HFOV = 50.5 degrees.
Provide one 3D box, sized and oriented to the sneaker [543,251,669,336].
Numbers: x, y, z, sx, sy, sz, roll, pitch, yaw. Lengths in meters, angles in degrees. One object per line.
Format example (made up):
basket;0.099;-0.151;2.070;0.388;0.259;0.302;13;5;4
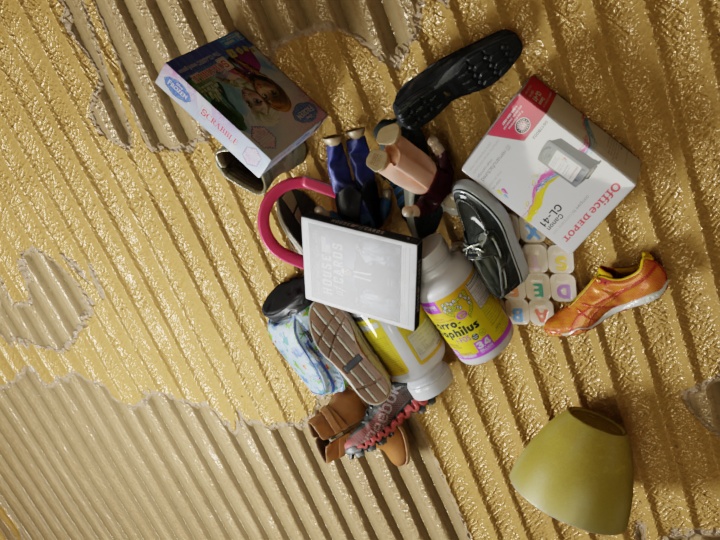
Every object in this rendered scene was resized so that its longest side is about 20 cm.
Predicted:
sneaker;0.357;0.036;1.140;0.199;0.073;0.078;-34;94;27

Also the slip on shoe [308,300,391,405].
slip on shoe;-0.017;0.131;1.269;0.076;0.061;0.201;-39;90;5

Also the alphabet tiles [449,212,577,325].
alphabet tiles;0.239;0.001;1.204;0.197;0.015;0.198;1;119;25

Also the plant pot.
plant pot;0.359;0.307;1.236;0.198;0.200;0.144;20;100;14

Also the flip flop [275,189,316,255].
flip flop;-0.088;-0.046;1.306;0.057;0.081;0.201;-10;119;46

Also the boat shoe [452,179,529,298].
boat shoe;0.186;-0.040;1.120;0.072;0.071;0.201;9;140;55

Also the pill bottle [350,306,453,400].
pill bottle;0.074;0.116;1.291;0.111;0.112;0.201;-22;107;34

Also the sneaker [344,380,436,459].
sneaker;0.040;0.249;1.363;0.098;0.200;0.071;51;170;6

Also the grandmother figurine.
grandmother figurine;0.096;-0.131;1.111;0.060;0.199;0.122;39;102;50

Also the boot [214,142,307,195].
boot;-0.188;-0.218;1.193;0.200;0.155;0.072;46;127;-6

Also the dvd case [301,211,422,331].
dvd case;0.000;0.000;1.170;0.198;0.025;0.152;15;124;24

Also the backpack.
backpack;-0.079;0.123;1.357;0.200;0.155;0.162;42;156;-21

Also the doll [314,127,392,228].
doll;-0.010;-0.115;1.196;0.048;0.135;0.203;21;128;64

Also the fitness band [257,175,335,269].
fitness band;-0.070;-0.071;1.239;0.198;0.037;0.145;20;99;-14

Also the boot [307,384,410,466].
boot;-0.001;0.312;1.408;0.076;0.155;0.202;3;122;55

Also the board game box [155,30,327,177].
board game box;-0.169;-0.254;1.136;0.199;0.200;0.041;42;127;-4

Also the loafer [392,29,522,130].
loafer;0.129;-0.274;1.061;0.199;0.071;0.068;-30;135;21

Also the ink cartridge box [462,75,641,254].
ink cartridge box;0.264;-0.145;1.061;0.199;0.086;0.148;38;127;2

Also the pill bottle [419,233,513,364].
pill bottle;0.149;0.043;1.190;0.103;0.105;0.201;-23;114;34

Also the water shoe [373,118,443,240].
water shoe;0.074;-0.142;1.179;0.079;0.071;0.202;26;137;48
